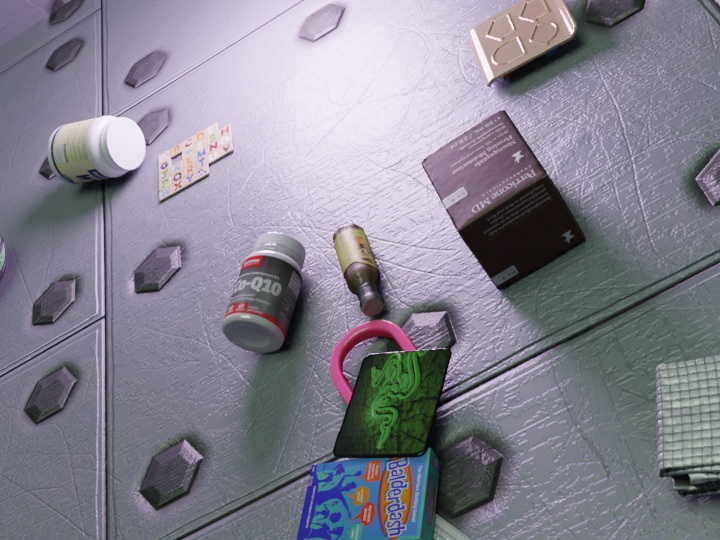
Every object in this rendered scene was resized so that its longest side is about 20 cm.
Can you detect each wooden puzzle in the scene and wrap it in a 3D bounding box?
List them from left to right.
[{"bbox_3d":[0.314,-0.448,2.103,0.200,0.046,0.185,-30,41,18],"label":"wooden puzzle"}]

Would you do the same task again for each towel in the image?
[{"bbox_3d":[0.474,0.193,1.368,0.200,0.086,0.166,-13,49,26],"label":"towel"}]

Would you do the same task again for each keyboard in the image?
[{"bbox_3d":[0.085,0.365,1.558,0.056,0.011,0.200,-50,42,-11],"label":"keyboard"}]

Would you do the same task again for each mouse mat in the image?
[{"bbox_3d":[0.050,0.201,1.676,0.161,0.008,0.200,-7,44,30],"label":"mouse mat"}]

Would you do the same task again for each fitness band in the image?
[{"bbox_3d":[0.028,0.161,1.767,0.144,0.037,0.200,-38,41,2],"label":"fitness band"}]

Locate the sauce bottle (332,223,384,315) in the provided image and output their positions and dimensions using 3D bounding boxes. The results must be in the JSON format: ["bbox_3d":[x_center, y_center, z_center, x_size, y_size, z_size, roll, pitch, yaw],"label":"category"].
[{"bbox_3d":[0.000,0.000,1.915,0.065,0.065,0.200,-31,43,10],"label":"sauce bottle"}]

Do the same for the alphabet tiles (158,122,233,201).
[{"bbox_3d":[-0.372,-0.254,2.468,0.200,0.008,0.167,-28,41,14],"label":"alphabet tiles"}]

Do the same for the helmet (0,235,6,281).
[{"bbox_3d":[-0.914,-0.025,2.527,0.200,0.191,0.200,2,93,30],"label":"helmet"}]

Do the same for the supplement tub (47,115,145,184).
[{"bbox_3d":[-0.621,-0.285,2.577,0.200,0.145,0.145,-5,51,34],"label":"supplement tub"}]

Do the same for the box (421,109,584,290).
[{"bbox_3d":[0.228,-0.115,1.768,0.166,0.164,0.200,-32,41,9],"label":"box"}]

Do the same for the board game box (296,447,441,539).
[{"bbox_3d":[0.012,0.343,1.589,0.200,0.045,0.152,-13,42,22],"label":"board game box"}]

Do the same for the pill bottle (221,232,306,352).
[{"bbox_3d":[-0.169,0.037,1.967,0.114,0.114,0.200,-9,49,31],"label":"pill bottle"}]
